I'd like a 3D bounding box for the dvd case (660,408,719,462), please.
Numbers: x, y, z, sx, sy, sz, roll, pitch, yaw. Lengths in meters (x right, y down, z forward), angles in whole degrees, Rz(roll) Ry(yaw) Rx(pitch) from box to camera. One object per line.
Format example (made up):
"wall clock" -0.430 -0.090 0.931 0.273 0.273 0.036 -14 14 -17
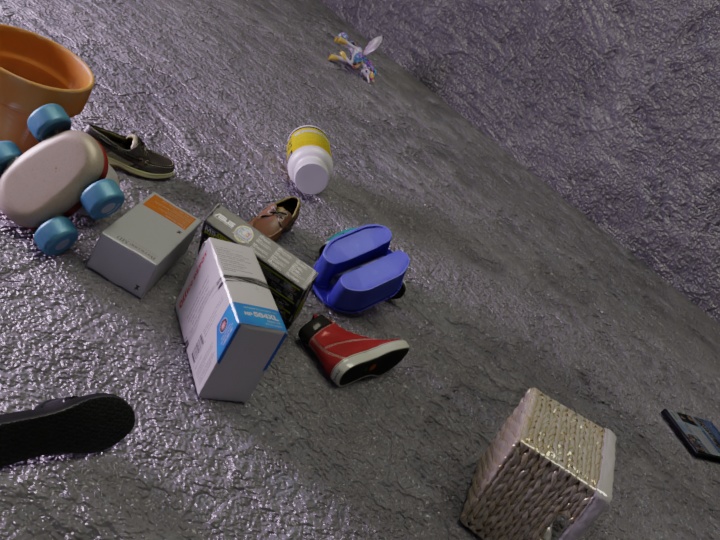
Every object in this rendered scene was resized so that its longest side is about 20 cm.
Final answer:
"dvd case" 0.846 0.415 1.922 0.199 0.018 0.143 18 30 -31

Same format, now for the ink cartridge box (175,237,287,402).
"ink cartridge box" -0.198 0.071 1.158 0.084 0.146 0.201 13 32 -33

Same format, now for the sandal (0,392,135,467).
"sandal" -0.351 0.174 0.891 0.048 0.076 0.200 30 18 38

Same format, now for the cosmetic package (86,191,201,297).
"cosmetic package" -0.350 -0.047 1.279 0.101 0.071 0.200 31 26 -5

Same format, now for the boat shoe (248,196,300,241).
"boat shoe" -0.178 -0.105 1.584 0.072 0.068 0.200 34 26 -2

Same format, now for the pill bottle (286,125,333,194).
"pill bottle" -0.123 -0.265 1.885 0.111 0.112 0.200 23 26 -20

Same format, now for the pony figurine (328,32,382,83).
"pony figurine" -0.012 -0.840 3.026 0.199 0.166 0.194 26 58 -21

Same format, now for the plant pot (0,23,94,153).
"plant pot" -0.571 -0.276 1.294 0.199 0.184 0.201 26 26 -14

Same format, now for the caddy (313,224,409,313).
"caddy" 0.000 0.000 1.527 0.199 0.105 0.142 -23 67 -28

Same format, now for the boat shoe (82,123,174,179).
"boat shoe" -0.443 -0.229 1.499 0.199 0.065 0.073 9 32 -42

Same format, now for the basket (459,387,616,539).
"basket" 0.276 0.327 1.207 0.160 0.199 0.200 31 25 6

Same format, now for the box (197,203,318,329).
"box" -0.178 -0.001 1.299 0.199 0.160 0.044 34 57 4

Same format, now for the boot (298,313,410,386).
"boot" -0.012 0.121 1.381 0.199 0.073 0.144 -6 44 -49

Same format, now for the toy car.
"toy car" -0.461 -0.129 1.250 0.185 0.177 0.200 52 -1 9

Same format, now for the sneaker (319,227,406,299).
"sneaker" 0.017 -0.024 1.661 0.199 0.084 0.121 31 35 -2
